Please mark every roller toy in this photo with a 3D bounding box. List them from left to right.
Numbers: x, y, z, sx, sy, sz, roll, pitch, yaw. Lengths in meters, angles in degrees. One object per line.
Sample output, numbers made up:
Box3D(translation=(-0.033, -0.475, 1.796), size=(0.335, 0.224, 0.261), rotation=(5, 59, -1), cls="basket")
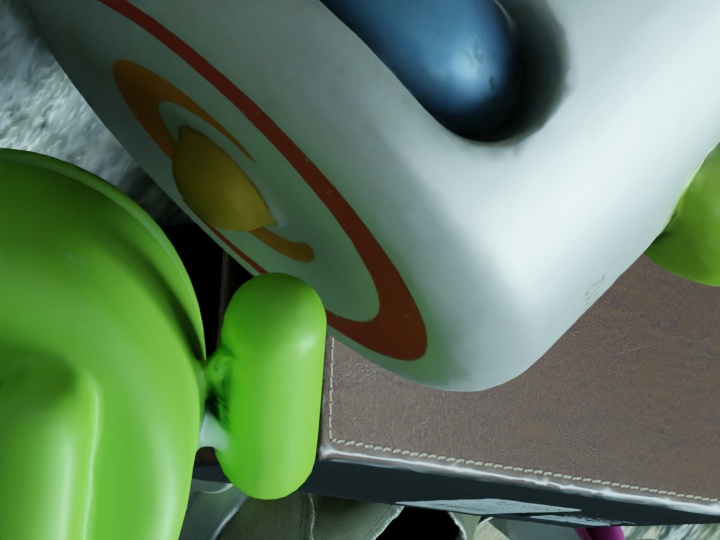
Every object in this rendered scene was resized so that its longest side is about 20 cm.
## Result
Box3D(translation=(0.003, -0.065, 0.775), size=(0.140, 0.200, 0.182), rotation=(-45, 138, -13), cls="roller toy")

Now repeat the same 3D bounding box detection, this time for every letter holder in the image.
Box3D(translation=(0.035, 0.004, 0.976), size=(0.200, 0.101, 0.142), rotation=(11, 78, -39), cls="letter holder")

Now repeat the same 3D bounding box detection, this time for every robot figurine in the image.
Box3D(translation=(-0.098, 0.035, 0.752), size=(0.200, 0.175, 0.116), rotation=(-91, -175, -76), cls="robot figurine")

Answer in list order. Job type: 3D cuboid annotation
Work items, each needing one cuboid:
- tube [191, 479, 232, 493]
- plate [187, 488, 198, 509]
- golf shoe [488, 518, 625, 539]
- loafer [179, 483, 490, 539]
Box3D(translation=(0.000, 0.000, 1.044), size=(0.200, 0.052, 0.058), rotation=(-41, -167, -32), cls="tube")
Box3D(translation=(-0.023, 0.095, 1.153), size=(0.200, 0.032, 0.200), rotation=(-28, 146, -45), cls="plate")
Box3D(translation=(0.108, 0.034, 1.240), size=(0.075, 0.092, 0.200), rotation=(-15, 136, -54), cls="golf shoe")
Box3D(translation=(0.009, 0.095, 1.082), size=(0.200, 0.070, 0.075), rotation=(-18, 140, -53), cls="loafer")
